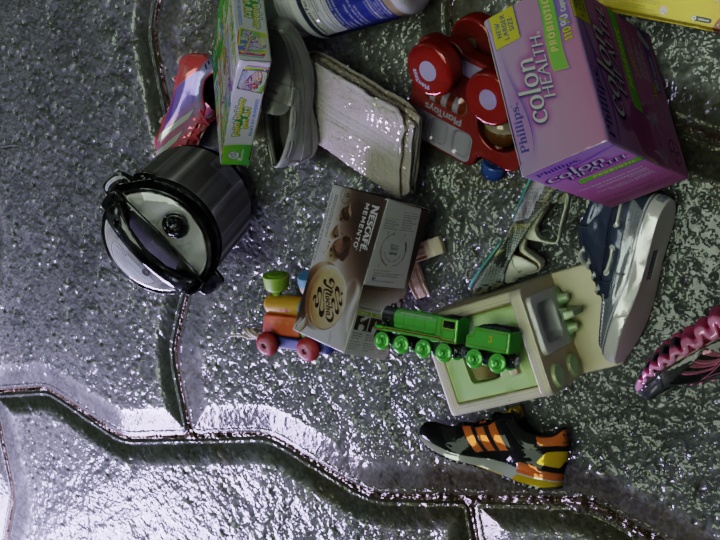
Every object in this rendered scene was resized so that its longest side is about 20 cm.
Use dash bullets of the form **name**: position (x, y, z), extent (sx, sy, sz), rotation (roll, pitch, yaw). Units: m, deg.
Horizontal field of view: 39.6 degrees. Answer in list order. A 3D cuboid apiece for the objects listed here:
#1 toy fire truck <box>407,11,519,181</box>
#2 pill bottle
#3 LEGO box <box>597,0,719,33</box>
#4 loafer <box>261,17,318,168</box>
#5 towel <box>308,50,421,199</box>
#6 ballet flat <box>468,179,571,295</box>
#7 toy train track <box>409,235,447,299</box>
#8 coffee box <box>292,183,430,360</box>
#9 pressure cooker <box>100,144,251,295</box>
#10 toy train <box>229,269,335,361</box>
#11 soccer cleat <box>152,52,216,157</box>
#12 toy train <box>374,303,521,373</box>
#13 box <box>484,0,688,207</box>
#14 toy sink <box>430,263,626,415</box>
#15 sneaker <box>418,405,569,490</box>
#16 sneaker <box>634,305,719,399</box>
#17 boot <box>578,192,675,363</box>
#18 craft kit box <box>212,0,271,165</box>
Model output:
- **toy fire truck**: position (0.142, -0.196, 1.190), extent (0.200, 0.112, 0.168), rotation (33, 140, 24)
- **pill bottle**: position (-0.021, -0.355, 1.244), extent (0.200, 0.116, 0.116), rotation (-6, 97, 35)
- **LEGO box**: position (0.324, -0.336, 1.044), extent (0.200, 0.077, 0.149), rotation (21, 110, 29)
- **loafer**: position (-0.099, -0.223, 1.285), extent (0.070, 0.070, 0.200), rotation (25, 136, 40)
- **towel**: position (-0.002, -0.185, 1.278), extent (0.200, 0.034, 0.133), rotation (36, 141, 32)
- **ballet flat**: position (0.199, -0.037, 1.195), extent (0.072, 0.072, 0.200), rotation (38, 118, 21)
- **toy train track**: position (0.024, -0.004, 1.338), extent (0.200, 0.033, 0.115), rotation (-21, 88, 36)
- **coffee box**: position (0.000, 0.000, 1.278), extent (0.113, 0.080, 0.200), rotation (21, 96, 48)
- **pressure cooker**: position (-0.260, -0.067, 1.387), extent (0.176, 0.200, 0.179), rotation (10, 121, 10)
- **toy train**: position (-0.118, 0.052, 1.404), extent (0.200, 0.085, 0.116), rotation (5, 110, 33)
- **soccer cleat**: position (-0.247, -0.217, 1.456), extent (0.076, 0.067, 0.200), rotation (25, 111, 21)
- **toy train**: position (0.099, 0.078, 1.174), extent (0.200, 0.042, 0.056), rotation (9, 97, 36)
- **box**: position (0.237, -0.176, 1.036), extent (0.097, 0.200, 0.176), rotation (-22, 70, 36)
- **toy sink**: position (0.193, 0.083, 1.197), extent (0.200, 0.112, 0.130), rotation (-18, 90, 35)
- **sneaker**: position (0.172, 0.209, 1.273), extent (0.200, 0.070, 0.090), rotation (15, 93, 30)
- **sneaker**: position (0.393, 0.097, 1.099), extent (0.095, 0.079, 0.200), rotation (48, 123, 2)
- **boot**: position (0.290, 0.000, 1.149), extent (0.090, 0.073, 0.200), rotation (22, 103, 35)
- **craft kit box**: position (-0.157, -0.273, 1.291), extent (0.198, 0.048, 0.200), rotation (116, 151, -52)
